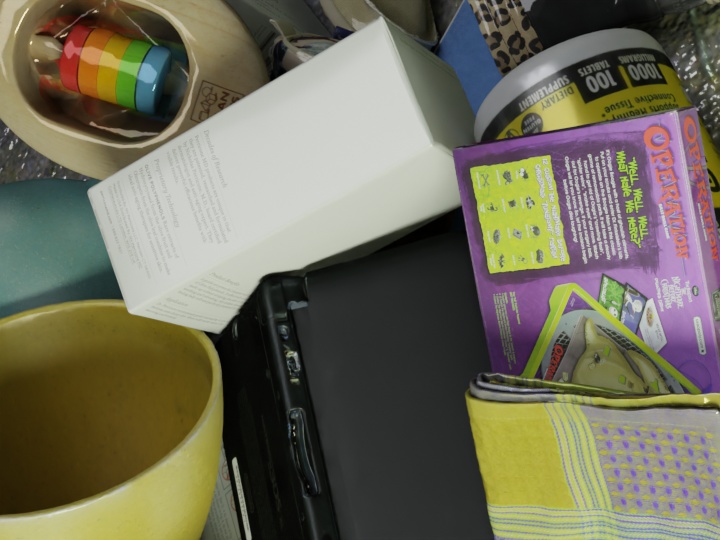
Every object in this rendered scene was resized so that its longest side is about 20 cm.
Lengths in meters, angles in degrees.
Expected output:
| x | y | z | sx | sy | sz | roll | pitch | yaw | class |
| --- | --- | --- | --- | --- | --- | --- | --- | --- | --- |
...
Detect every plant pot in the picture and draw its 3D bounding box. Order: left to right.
| x | y | z | sx | sy | sz | roll | pitch | yaw | class |
| --- | --- | --- | --- | --- | --- | --- | --- | --- | --- |
| -0.197 | 0.015 | 1.073 | 0.134 | 0.201 | 0.200 | -33 | 48 | -6 | plant pot |
| -0.168 | 0.132 | 0.917 | 0.199 | 0.142 | 0.200 | -7 | 32 | 4 | plant pot |

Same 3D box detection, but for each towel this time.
| x | y | z | sx | sy | sz | roll | pitch | yaw | class |
| --- | --- | --- | --- | --- | --- | --- | --- | --- | --- |
| 0.124 | 0.139 | 0.728 | 0.143 | 0.023 | 0.201 | 3 | 115 | 30 | towel |

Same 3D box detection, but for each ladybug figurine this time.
| x | y | z | sx | sy | sz | roll | pitch | yaw | class |
| --- | --- | --- | --- | --- | --- | --- | --- | --- | --- |
| -0.139 | -0.122 | 0.944 | 0.199 | 0.072 | 0.136 | 22 | 101 | 12 | ladybug figurine |

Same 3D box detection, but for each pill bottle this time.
| x | y | z | sx | sy | sz | roll | pitch | yaw | class |
| --- | --- | --- | --- | --- | --- | --- | --- | --- | --- |
| 0.145 | -0.015 | 0.802 | 0.112 | 0.112 | 0.200 | -34 | 67 | 26 | pill bottle |

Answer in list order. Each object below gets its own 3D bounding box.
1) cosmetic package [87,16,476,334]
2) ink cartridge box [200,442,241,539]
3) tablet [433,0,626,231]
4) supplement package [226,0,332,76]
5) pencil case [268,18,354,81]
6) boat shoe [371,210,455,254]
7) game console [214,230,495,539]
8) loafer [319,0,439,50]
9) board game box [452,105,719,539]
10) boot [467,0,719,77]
| x | y | z | sx | sy | sz | roll | pitch | yaw | class |
| --- | --- | --- | --- | --- | --- | --- | --- | --- | --- |
| -0.036 | -0.046 | 0.868 | 0.200 | 0.108 | 0.085 | -28 | 70 | 17 | cosmetic package |
| -0.091 | 0.161 | 0.986 | 0.200 | 0.057 | 0.163 | -39 | 50 | 20 | ink cartridge box |
| 0.077 | -0.096 | 0.980 | 0.130 | 0.014 | 0.200 | 35 | 97 | 44 | tablet |
| -0.131 | -0.164 | 1.098 | 0.151 | 0.152 | 0.200 | -48 | 47 | 15 | supplement package |
| -0.048 | -0.057 | 0.994 | 0.089 | 0.078 | 0.200 | 37 | 117 | 25 | pencil case |
| -0.005 | -0.001 | 0.963 | 0.075 | 0.075 | 0.203 | 35 | 105 | 58 | boat shoe |
| 0.006 | 0.103 | 0.864 | 0.176 | 0.116 | 0.201 | 132 | 130 | -57 | game console |
| 0.012 | -0.217 | 1.044 | 0.068 | 0.076 | 0.200 | -43 | 47 | 34 | loafer |
| 0.116 | 0.031 | 0.735 | 0.120 | 0.032 | 0.201 | -6 | 98 | 39 | board game box |
| 0.127 | -0.215 | 0.931 | 0.150 | 0.073 | 0.201 | -25 | 63 | 18 | boot |
